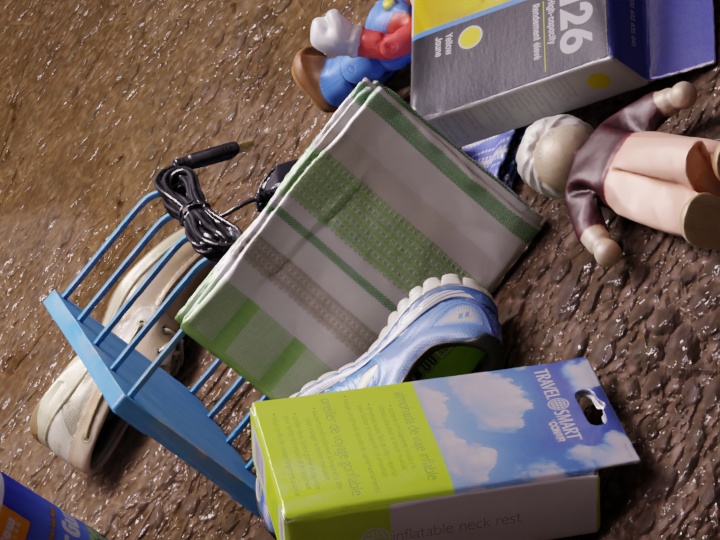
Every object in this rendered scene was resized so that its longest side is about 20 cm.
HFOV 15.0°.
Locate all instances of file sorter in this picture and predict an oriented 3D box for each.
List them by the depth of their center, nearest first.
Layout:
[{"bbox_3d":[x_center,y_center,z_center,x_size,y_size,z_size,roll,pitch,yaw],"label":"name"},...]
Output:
[{"bbox_3d":[-0.103,0.048,1.841,0.123,0.139,0.200,-50,28,2],"label":"file sorter"}]

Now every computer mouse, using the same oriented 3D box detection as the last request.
[{"bbox_3d":[-0.038,-0.056,1.830,0.199,0.046,0.140,-21,31,-18],"label":"computer mouse"}]

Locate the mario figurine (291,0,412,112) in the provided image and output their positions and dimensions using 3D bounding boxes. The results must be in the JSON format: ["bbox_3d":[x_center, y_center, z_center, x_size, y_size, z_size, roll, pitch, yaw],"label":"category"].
[{"bbox_3d":[0.035,-0.192,1.928,0.200,0.106,0.124,-28,35,43],"label":"mario figurine"}]

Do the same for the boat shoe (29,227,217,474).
[{"bbox_3d":[-0.158,0.058,2.003,0.065,0.072,0.200,34,82,27],"label":"boat shoe"}]

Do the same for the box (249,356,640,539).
[{"bbox_3d":[0.046,0.108,1.533,0.199,0.048,0.122,-8,30,-8],"label":"box"}]

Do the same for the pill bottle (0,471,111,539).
[{"bbox_3d":[-0.249,0.195,1.834,0.112,0.200,0.112,-38,32,29],"label":"pill bottle"}]

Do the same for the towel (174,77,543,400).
[{"bbox_3d":[0.000,0.000,1.715,0.200,0.149,0.031,-51,5,1],"label":"towel"}]

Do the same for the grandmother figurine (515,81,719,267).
[{"bbox_3d":[0.162,-0.062,1.634,0.121,0.061,0.200,-52,29,-14],"label":"grandmother figurine"}]

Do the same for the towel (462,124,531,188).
[{"bbox_3d":[0.056,-0.061,1.835,0.145,0.024,0.201,-15,47,52],"label":"towel"}]

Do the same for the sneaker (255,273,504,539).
[{"bbox_3d":[0.012,0.094,1.670,0.200,0.078,0.089,-49,25,11],"label":"sneaker"}]

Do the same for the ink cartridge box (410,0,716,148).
[{"bbox_3d":[0.126,-0.188,1.763,0.199,0.047,0.198,-19,49,26],"label":"ink cartridge box"}]
